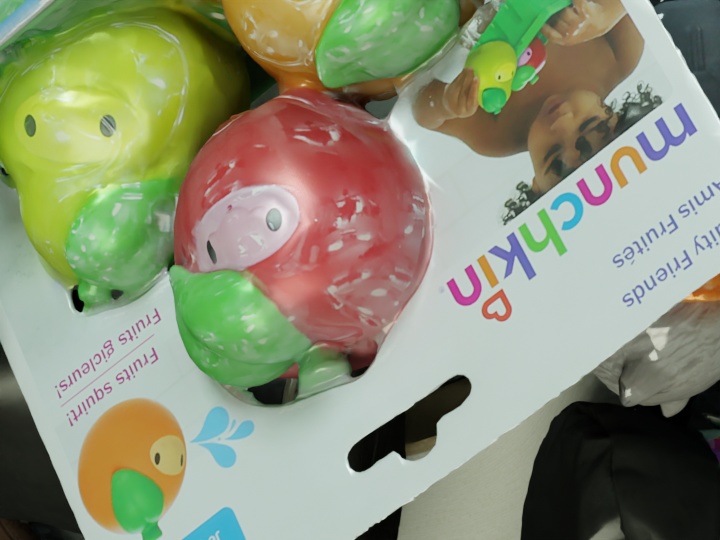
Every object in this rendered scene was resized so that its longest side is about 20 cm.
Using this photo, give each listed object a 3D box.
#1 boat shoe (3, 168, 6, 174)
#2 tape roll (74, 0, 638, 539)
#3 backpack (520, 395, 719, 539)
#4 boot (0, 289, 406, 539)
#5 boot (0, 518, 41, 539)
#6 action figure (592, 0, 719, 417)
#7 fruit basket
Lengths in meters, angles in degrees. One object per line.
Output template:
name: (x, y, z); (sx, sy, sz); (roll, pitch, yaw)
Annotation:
boat shoe: (-0.174, -0.020, 0.852); (0.200, 0.062, 0.075); (0, 137, 31)
tape roll: (0.000, 0.000, 0.853); (0.202, 0.037, 0.203); (6, 118, 12)
backpack: (0.141, 0.125, 0.795); (0.200, 0.127, 0.167); (10, 103, -10)
boot: (-0.066, 0.062, 0.808); (0.150, 0.073, 0.200); (12, 151, 6)
boot: (-0.180, 0.113, 0.950); (0.186, 0.064, 0.200); (-21, 115, 26)
action figure: (0.051, -0.056, 0.740); (0.200, 0.105, 0.194); (-11, 87, -3)
fruit basket: (-0.024, -0.036, 0.672); (0.185, 0.200, 0.094); (-37, 145, 20)
